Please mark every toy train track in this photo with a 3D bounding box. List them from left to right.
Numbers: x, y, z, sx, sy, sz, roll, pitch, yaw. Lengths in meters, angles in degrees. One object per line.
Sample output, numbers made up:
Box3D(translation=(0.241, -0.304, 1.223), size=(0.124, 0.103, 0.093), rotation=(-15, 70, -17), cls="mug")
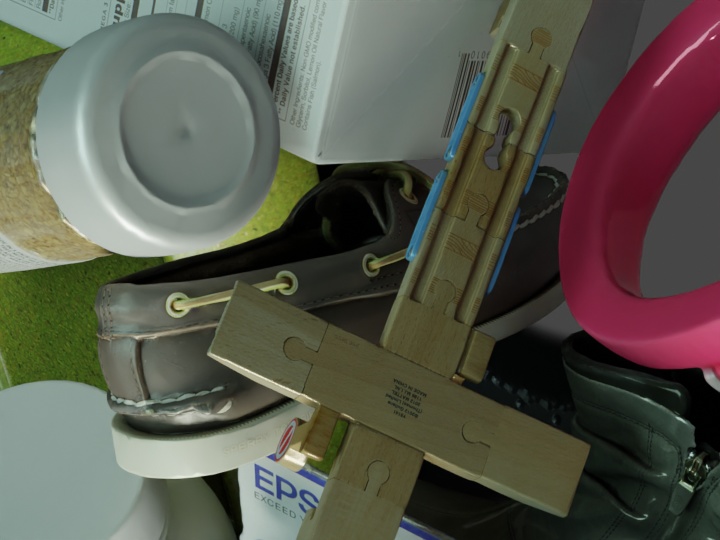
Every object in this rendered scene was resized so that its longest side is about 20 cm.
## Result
Box3D(translation=(0.022, 0.002, 0.671), size=(0.200, 0.115, 0.033), rotation=(-68, 13, -18), cls="toy train track")

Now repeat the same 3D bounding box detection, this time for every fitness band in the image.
Box3D(translation=(0.139, -0.044, 0.658), size=(0.200, 0.037, 0.144), rotation=(-32, 36, 38), cls="fitness band")

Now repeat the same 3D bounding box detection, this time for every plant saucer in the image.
Box3D(translation=(-0.088, 0.015, 0.848), size=(0.199, 0.048, 0.200), rotation=(19, 133, 40), cls="plant saucer")

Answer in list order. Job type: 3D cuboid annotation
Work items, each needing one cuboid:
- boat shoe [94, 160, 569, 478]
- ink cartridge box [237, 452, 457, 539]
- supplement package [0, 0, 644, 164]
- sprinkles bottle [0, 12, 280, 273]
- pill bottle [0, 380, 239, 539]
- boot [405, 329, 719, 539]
Box3D(translation=(0.000, 0.000, 0.718), size=(0.072, 0.200, 0.060), rotation=(8, 116, 48), cls="boat shoe")
Box3D(translation=(0.050, 0.153, 0.723), size=(0.197, 0.047, 0.200), rotation=(24, 132, 27), cls="ink cartridge box")
Box3D(translation=(-0.019, -0.138, 0.759), size=(0.200, 0.152, 0.151), rotation=(26, 110, 37), cls="supplement package")
Box3D(translation=(-0.105, -0.033, 0.717), size=(0.200, 0.068, 0.068), rotation=(-6, 89, 55), cls="sprinkles bottle")
Box3D(translation=(-0.088, 0.130, 0.808), size=(0.111, 0.111, 0.200), rotation=(35, 155, 35), cls="pill bottle")
Box3D(translation=(0.071, 0.071, 0.733), size=(0.200, 0.068, 0.131), rotation=(21, 126, 31), cls="boot")
